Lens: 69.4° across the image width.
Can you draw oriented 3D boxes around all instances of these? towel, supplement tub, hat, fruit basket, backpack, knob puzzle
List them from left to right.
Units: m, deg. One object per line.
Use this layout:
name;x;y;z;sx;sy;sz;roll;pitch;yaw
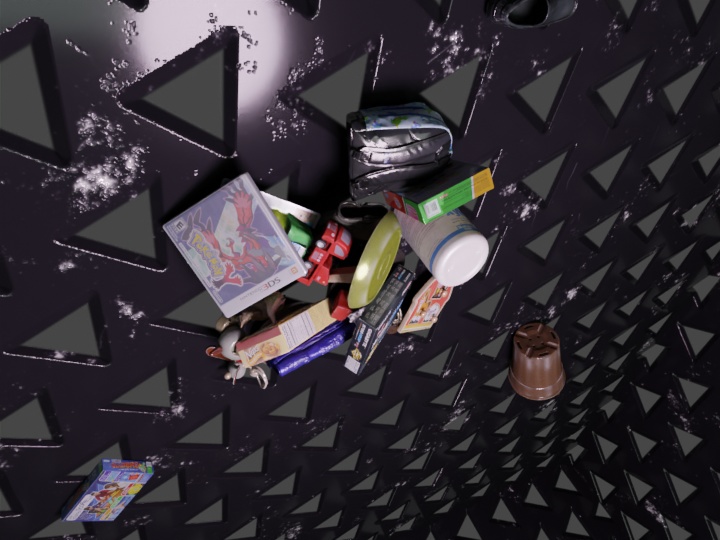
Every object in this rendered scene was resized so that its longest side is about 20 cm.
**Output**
fruit basket;-0.194;-0.056;0.959;0.197;0.094;0.187;14;120;-38
towel;-0.113;0.156;1.136;0.197;0.147;0.051;-26;99;-21
hat;0.000;0.000;1.158;0.197;0.081;0.203;-27;146;-20
backpack;0.072;-0.227;0.952;0.194;0.156;0.166;-4;134;-1
knob puzzle;0.196;0.078;1.364;0.218;0.030;0.223;-35;146;-28
supplement tub;0.167;-0.078;1.100;0.129;0.201;0.134;-19;139;-17

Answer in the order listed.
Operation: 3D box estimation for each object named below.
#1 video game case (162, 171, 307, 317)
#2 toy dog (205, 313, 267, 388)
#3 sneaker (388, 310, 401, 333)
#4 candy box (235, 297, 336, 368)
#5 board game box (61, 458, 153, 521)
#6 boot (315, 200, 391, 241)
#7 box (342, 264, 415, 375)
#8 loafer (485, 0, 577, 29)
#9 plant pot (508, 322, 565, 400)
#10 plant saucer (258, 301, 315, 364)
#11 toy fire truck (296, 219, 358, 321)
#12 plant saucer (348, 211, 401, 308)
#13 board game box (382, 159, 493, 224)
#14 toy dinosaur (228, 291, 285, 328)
video game case;-0.216;-0.039;0.906;0.179;0.023;0.202;-28;107;13
toy dog;-0.284;0.190;1.124;0.096;0.130;0.204;-35;136;-34
sneaker;0.072;0.116;1.320;0.069;0.076;0.202;-29;139;-6
candy box;-0.142;0.120;1.034;0.114;0.056;0.199;-24;-178;27
board game box;-0.626;0.547;1.289;0.200;0.035;0.134;-48;138;14
boot;0.017;-0.100;1.021;0.196;0.070;0.130;-7;176;-34
box;0.040;0.105;1.125;0.200;0.045;0.161;-50;164;-45
loafer;0.315;-0.464;0.928;0.196;0.071;0.069;-14;137;-23
plant pot;0.605;0.301;1.791;0.197;0.201;0.201;-26;131;-10
plant saucer;-0.159;0.141;1.217;0.196;0.037;0.203;-18;137;-18
toy fire truck;-0.047;0.004;1.011;0.139;0.049;0.201;26;134;-13
plant saucer;0.035;-0.014;1.004;0.202;0.031;0.201;-60;166;-26
board game box;0.142;-0.161;1.007;0.150;0.200;0.041;-27;113;-8
toy dinosaur;-0.191;0.066;1.041;0.133;0.198;0.088;2;89;-38
